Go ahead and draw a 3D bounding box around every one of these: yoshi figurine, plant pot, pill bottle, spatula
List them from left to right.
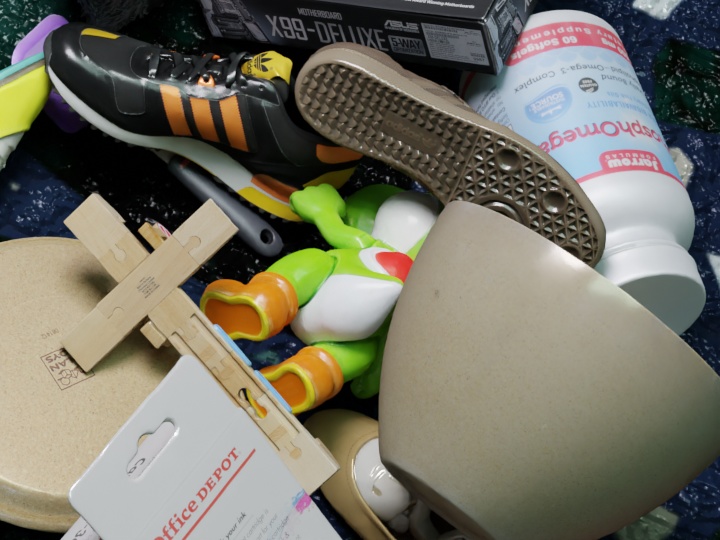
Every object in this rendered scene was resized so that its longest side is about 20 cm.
[{"bbox_3d":[-0.125,-0.074,1.621,0.200,0.021,0.057,39,56,5],"label":"spatula"},{"bbox_3d":[-0.008,0.006,1.569,0.112,0.112,0.200,34,47,23],"label":"yoshi figurine"},{"bbox_3d":[0.087,0.077,1.455,0.200,0.200,0.134,36,81,4],"label":"plant pot"},{"bbox_3d":[0.135,-0.050,1.621,0.109,0.109,0.200,-4,52,-20],"label":"pill bottle"}]

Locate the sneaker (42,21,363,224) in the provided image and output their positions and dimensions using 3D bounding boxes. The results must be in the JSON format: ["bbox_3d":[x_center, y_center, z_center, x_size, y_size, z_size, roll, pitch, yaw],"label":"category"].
[{"bbox_3d":[-0.085,-0.107,1.584,0.200,0.090,0.070,28,38,-22],"label":"sneaker"}]

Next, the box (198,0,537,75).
[{"bbox_3d":[0.021,-0.201,1.669,0.200,0.050,0.158,10,53,26],"label":"box"}]

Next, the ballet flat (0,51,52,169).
[{"bbox_3d":[-0.251,-0.059,1.555,0.200,0.067,0.067,-27,94,-26],"label":"ballet flat"}]

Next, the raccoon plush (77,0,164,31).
[{"bbox_3d":[-0.166,-0.230,1.610,0.097,0.200,0.134,-39,78,-5],"label":"raccoon plush"}]

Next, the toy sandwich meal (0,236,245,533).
[{"bbox_3d":[-0.162,0.072,1.502,0.205,0.070,0.205,8,57,-12],"label":"toy sandwich meal"}]

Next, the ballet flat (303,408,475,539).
[{"bbox_3d":[0.045,0.144,1.527,0.069,0.063,0.200,-35,76,-31],"label":"ballet flat"}]

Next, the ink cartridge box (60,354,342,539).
[{"bbox_3d":[-0.082,0.153,1.424,0.200,0.067,0.116,55,54,-22],"label":"ink cartridge box"}]

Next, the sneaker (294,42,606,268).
[{"bbox_3d":[0.059,-0.071,1.547,0.200,0.070,0.076,35,24,0],"label":"sneaker"}]

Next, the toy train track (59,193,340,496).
[{"bbox_3d":[-0.084,0.040,1.475,0.115,0.033,0.200,-42,84,8],"label":"toy train track"}]
